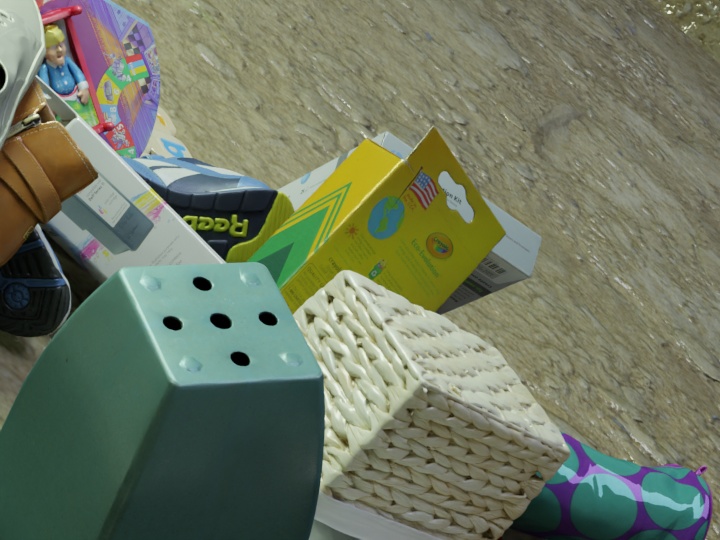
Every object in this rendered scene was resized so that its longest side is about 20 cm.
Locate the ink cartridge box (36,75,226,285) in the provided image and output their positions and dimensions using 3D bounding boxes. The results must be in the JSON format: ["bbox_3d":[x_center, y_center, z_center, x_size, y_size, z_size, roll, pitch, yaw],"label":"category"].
[{"bbox_3d":[-0.175,-0.039,1.560,0.200,0.067,0.117,46,-7,-11],"label":"ink cartridge box"}]

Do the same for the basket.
[{"bbox_3d":[0.028,0.101,1.577,0.200,0.123,0.136,29,20,-48],"label":"basket"}]

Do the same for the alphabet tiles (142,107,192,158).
[{"bbox_3d":[-0.203,-0.110,1.803,0.195,0.015,0.200,18,32,-46],"label":"alphabet tiles"}]

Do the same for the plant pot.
[{"bbox_3d":[-0.105,0.098,1.267,0.141,0.200,0.141,-3,44,-30],"label":"plant pot"}]

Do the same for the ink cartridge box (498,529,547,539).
[{"bbox_3d":[0.121,0.195,1.745,0.200,0.057,0.163,33,23,-36],"label":"ink cartridge box"}]

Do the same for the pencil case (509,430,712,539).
[{"bbox_3d":[0.155,0.157,1.719,0.199,0.085,0.093,21,63,-13],"label":"pencil case"}]

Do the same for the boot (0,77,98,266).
[{"bbox_3d":[-0.269,-0.084,1.436,0.200,0.155,0.074,53,-6,9],"label":"boot"}]

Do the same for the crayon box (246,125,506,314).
[{"bbox_3d":[0.000,0.000,1.652,0.051,0.200,0.127,32,-16,47],"label":"crayon box"}]

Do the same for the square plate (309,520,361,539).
[{"bbox_3d":[-0.044,0.180,1.507,0.198,0.028,0.200,44,21,5],"label":"square plate"}]

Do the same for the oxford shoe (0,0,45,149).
[{"bbox_3d":[-0.231,-0.133,1.403,0.075,0.058,0.200,1,38,1],"label":"oxford shoe"}]

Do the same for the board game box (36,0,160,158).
[{"bbox_3d":[-0.220,-0.139,1.654,0.200,0.159,0.039,30,-19,-30],"label":"board game box"}]

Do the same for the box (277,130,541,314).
[{"bbox_3d":[0.017,-0.022,1.788,0.156,0.200,0.041,33,57,-22],"label":"box"}]

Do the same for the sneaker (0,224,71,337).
[{"bbox_3d":[-0.251,-0.041,1.502,0.200,0.076,0.077,49,14,7],"label":"sneaker"}]

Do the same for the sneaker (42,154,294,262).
[{"bbox_3d":[-0.150,-0.047,1.674,0.199,0.074,0.082,10,15,-23],"label":"sneaker"}]
